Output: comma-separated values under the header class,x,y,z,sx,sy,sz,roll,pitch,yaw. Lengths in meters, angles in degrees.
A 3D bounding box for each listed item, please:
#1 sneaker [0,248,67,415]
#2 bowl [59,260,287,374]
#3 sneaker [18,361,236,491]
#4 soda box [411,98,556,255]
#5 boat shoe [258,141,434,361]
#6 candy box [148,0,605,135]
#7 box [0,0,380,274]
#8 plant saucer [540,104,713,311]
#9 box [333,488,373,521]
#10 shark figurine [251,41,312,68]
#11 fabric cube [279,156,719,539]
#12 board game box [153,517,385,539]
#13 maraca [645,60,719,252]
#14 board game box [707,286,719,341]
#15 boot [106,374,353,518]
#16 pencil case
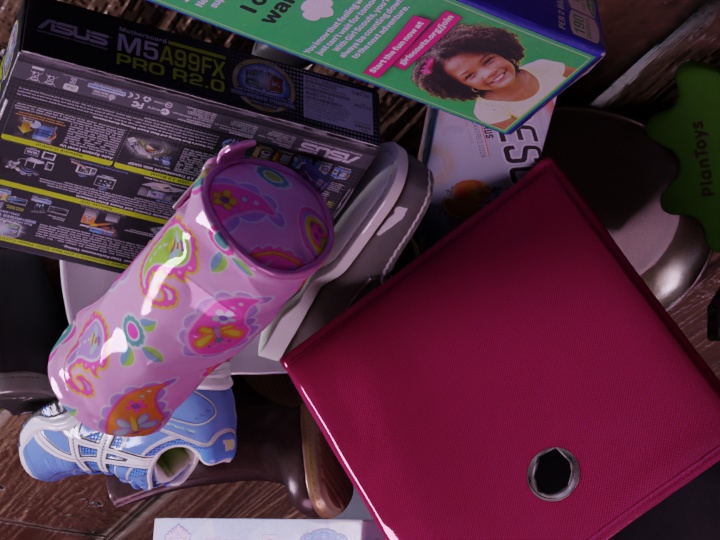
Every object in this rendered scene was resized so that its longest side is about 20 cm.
class,x,y,z,sx,sy,sz,roll,pitch,yaw
sneaker,-0.227,0.044,1.213,0.074,0.107,0.200,-7,170,5
bowl,-0.091,-0.010,1.116,0.199,0.075,0.200,2,149,-3
sneaker,-0.162,0.116,1.163,0.200,0.077,0.076,-25,166,39
soda box,0.071,-0.090,0.951,0.063,0.069,0.200,7,142,-2
boat shoe,0.001,-0.002,0.995,0.060,0.072,0.202,21,142,-12
candy box,-0.002,-0.169,0.736,0.199,0.170,0.077,15,143,-28
box,-0.110,-0.059,0.942,0.199,0.044,0.160,13,141,-18
plant saucer,0.124,-0.032,1.085,0.199,0.032,0.201,2,134,2
box,0.103,0.143,1.328,0.199,0.124,0.198,-19,154,30
shark figurine,-0.024,-0.153,0.854,0.128,0.090,0.215,-9,152,12
fabric cube,0.110,0.096,0.972,0.196,0.200,0.200,-37,150,7
board game box,-0.014,0.212,1.247,0.199,0.041,0.200,-6,162,40
maraca,0.263,-0.074,0.972,0.199,0.138,0.107,-8,-172,25
board game box,0.319,0.000,1.048,0.199,0.062,0.200,-2,-166,24
boot,-0.096,0.138,1.202,0.166,0.200,0.073,-24,116,2
pencil case,-0.095,0.015,0.938,0.087,0.088,0.200,17,139,-29
